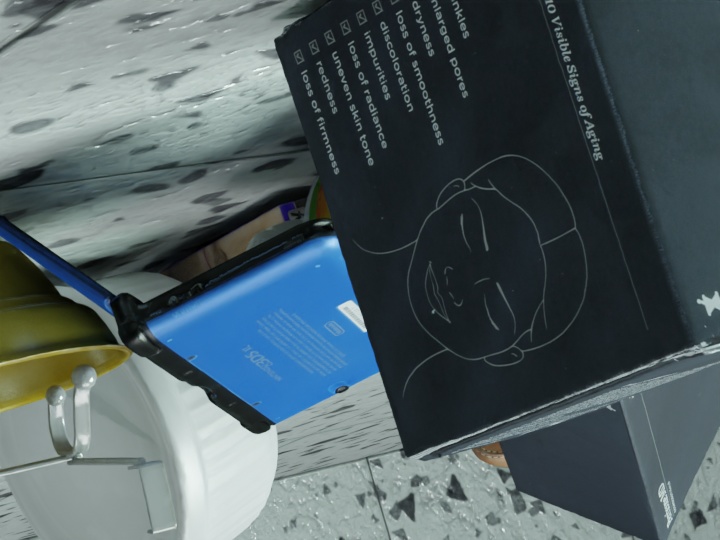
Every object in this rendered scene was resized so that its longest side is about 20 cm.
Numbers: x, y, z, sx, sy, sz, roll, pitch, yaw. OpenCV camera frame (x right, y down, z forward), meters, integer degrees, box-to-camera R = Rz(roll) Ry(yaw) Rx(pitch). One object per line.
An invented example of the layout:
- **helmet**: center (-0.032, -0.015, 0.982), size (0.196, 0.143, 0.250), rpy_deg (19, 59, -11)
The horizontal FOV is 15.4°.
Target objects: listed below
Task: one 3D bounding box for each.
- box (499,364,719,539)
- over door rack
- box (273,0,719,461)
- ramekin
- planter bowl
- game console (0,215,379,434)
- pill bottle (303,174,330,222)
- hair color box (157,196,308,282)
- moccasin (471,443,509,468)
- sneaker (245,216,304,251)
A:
- **box**: center (0.157, 0.029, 1.557), size (0.104, 0.183, 0.200), rpy_deg (19, 156, 24)
- **over door rack**: center (-0.192, 0.098, 1.347), size (0.147, 0.067, 0.200), rpy_deg (-13, -167, -19)
- **box**: center (0.088, -0.047, 1.103), size (0.123, 0.201, 0.196), rpy_deg (-13, 172, -35)
- **ramekin**: center (-0.136, 0.094, 1.634), size (0.094, 0.203, 0.202), rpy_deg (-25, 179, -37)
- **planter bowl**: center (-0.229, 0.032, 1.430), size (0.199, 0.084, 0.200), rpy_deg (-17, 173, -2)
- **game console**: center (-0.077, 0.001, 1.372), size (0.170, 0.119, 0.200), rpy_deg (-27, 158, 8)
- **pill bottle**: center (0.058, -0.043, 1.402), size (0.110, 0.112, 0.200), rpy_deg (-12, 171, -29)
- **hair color box**: center (-0.063, 0.031, 1.659), size (0.065, 0.110, 0.200), rpy_deg (-18, 174, -39)
- **moccasin**: center (0.159, 0.069, 1.694), size (0.200, 0.074, 0.078), rpy_deg (-18, 159, 12)
- **sneaker**: center (0.000, 0.000, 1.553), size (0.077, 0.082, 0.199), rpy_deg (31, -144, 34)
